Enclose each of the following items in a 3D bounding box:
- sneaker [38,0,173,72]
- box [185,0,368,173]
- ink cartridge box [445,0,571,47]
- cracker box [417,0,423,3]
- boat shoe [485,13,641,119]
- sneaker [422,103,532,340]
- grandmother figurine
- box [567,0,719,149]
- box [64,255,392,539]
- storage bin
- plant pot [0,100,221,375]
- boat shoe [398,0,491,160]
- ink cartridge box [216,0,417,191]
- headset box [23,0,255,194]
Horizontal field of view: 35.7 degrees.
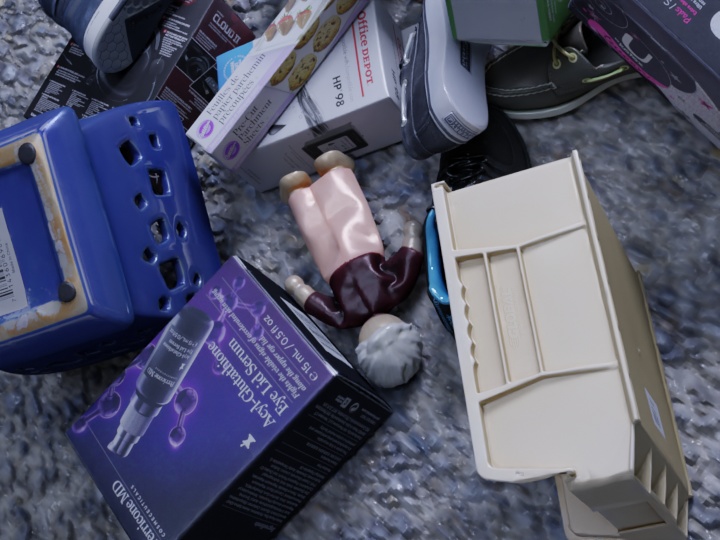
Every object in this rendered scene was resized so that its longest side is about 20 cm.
[{"bbox_3d":[-0.215,-0.300,1.029,0.203,0.077,0.146,-49,59,1],"label":"sneaker"},{"bbox_3d":[-0.064,-0.174,0.927,0.039,0.041,0.200,37,88,35],"label":"box"},{"bbox_3d":[0.134,-0.284,0.845,0.084,0.147,0.200,9,43,30],"label":"ink cartridge box"},{"bbox_3d":[0.057,-0.325,0.914,0.058,0.200,0.134,31,85,34],"label":"cracker box"},{"bbox_3d":[0.180,-0.174,0.866,0.200,0.060,0.073,-14,63,22],"label":"boat shoe"},{"bbox_3d":[0.087,-0.047,0.848,0.073,0.082,0.202,-9,64,24],"label":"sneaker"},{"bbox_3d":[0.000,0.000,0.890,0.121,0.060,0.201,-32,60,20],"label":"grandmother figurine"},{"bbox_3d":[0.249,-0.161,0.738,0.200,0.132,0.115,45,92,3],"label":"box"},{"bbox_3d":[-0.102,0.118,0.861,0.200,0.104,0.148,-47,56,2],"label":"box"},{"bbox_3d":[0.134,0.062,0.705,0.093,0.200,0.200,-16,62,18],"label":"storage bin"},{"bbox_3d":[-0.247,-0.021,0.914,0.199,0.180,0.202,-17,89,19],"label":"plant pot"},{"bbox_3d":[0.061,-0.163,0.888,0.068,0.072,0.201,-31,38,32],"label":"boat shoe"},{"bbox_3d":[-0.022,-0.160,0.963,0.199,0.067,0.117,-19,61,20],"label":"ink cartridge box"},{"bbox_3d":[-0.207,-0.195,1.071,0.148,0.077,0.201,24,80,33],"label":"headset box"}]
